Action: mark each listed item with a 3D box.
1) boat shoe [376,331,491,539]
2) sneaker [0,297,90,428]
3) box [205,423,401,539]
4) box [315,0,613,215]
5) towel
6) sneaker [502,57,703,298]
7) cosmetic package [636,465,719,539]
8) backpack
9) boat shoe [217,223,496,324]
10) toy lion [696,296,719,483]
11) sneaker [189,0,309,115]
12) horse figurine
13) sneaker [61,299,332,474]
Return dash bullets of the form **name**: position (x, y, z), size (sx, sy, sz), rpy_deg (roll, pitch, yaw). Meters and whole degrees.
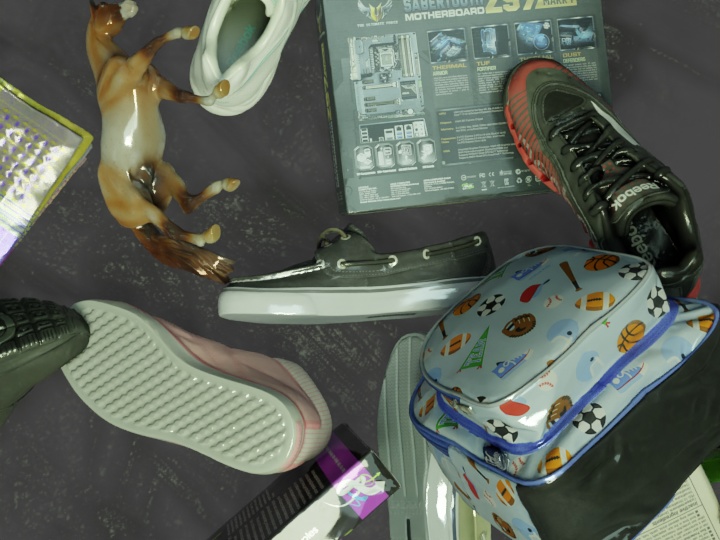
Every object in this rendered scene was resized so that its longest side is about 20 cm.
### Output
- **boat shoe**: position (0.055, 0.142, 0.916), size (0.062, 0.072, 0.200), rpy_deg (-1, 89, -36)
- **sneaker**: position (-0.268, 0.087, 0.865), size (0.200, 0.076, 0.091), rpy_deg (-25, 122, -4)
- **box**: position (-0.068, 0.184, 0.855), size (0.200, 0.143, 0.036), rpy_deg (-39, 95, -5)
- **box**: position (0.075, -0.127, 0.921), size (0.200, 0.051, 0.158), rpy_deg (-7, 92, -7)
- **towel**: position (-0.285, -0.046, 0.858), size (0.144, 0.023, 0.200), rpy_deg (39, 86, -34)
- **sneaker**: position (0.162, -0.061, 0.851), size (0.071, 0.098, 0.201), rpy_deg (-30, 82, -4)
- **cosmetic package**: position (0.207, 0.199, 0.901), size (0.105, 0.071, 0.200), rpy_deg (-25, 104, 4)
- **backpack**: position (0.120, 0.077, 0.803), size (0.200, 0.190, 0.154), rpy_deg (-35, 105, -20)
- **boat shoe**: position (0.000, 0.000, 0.904), size (0.200, 0.070, 0.066), rpy_deg (-4, 82, -8)
- **toy lion**: position (0.198, 0.083, 0.935), size (0.200, 0.069, 0.192), rpy_deg (36, 92, -6)
- **sneaker**: position (-0.059, -0.203, 0.891), size (0.070, 0.080, 0.200), rpy_deg (20, 86, -5)
- **horse figurine**: position (-0.138, -0.085, 0.874), size (0.050, 0.132, 0.200), rpy_deg (-19, 108, -47)
- **sneaker**: position (-0.108, 0.081, 0.893), size (0.200, 0.105, 0.075), rpy_deg (23, 96, 23)
